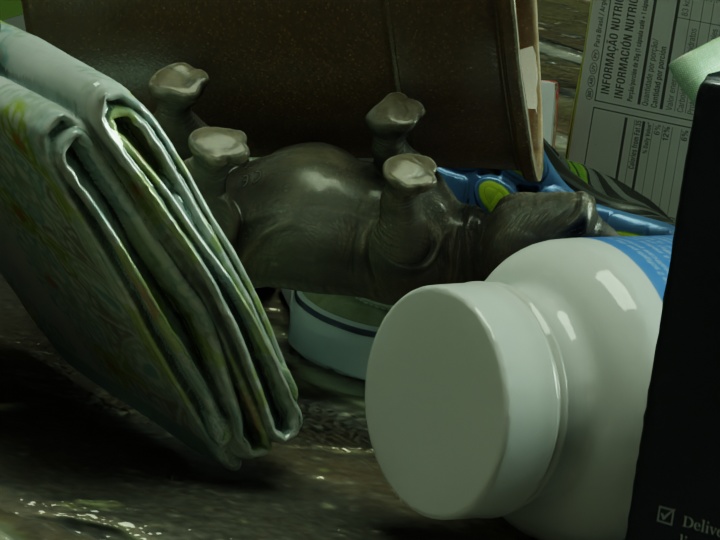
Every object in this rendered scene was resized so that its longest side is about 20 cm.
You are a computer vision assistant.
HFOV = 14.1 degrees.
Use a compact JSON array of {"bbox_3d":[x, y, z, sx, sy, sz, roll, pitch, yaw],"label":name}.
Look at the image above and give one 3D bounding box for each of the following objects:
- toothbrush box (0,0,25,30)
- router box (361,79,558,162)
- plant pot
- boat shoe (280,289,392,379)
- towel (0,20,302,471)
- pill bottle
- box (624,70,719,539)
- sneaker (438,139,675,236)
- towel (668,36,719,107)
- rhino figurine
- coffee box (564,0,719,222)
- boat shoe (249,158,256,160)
[{"bbox_3d":[-0.152,-0.113,1.345,0.199,0.146,0.086,-14,7,14],"label":"toothbrush box"},{"bbox_3d":[-0.018,-0.071,1.490,0.199,0.049,0.179,6,-6,-11],"label":"router box"},{"bbox_3d":[-0.030,-0.128,1.197,0.197,0.202,0.200,-5,12,7],"label":"plant pot"},{"bbox_3d":[0.000,0.000,1.293,0.072,0.062,0.200,5,14,-15],"label":"boat shoe"},{"bbox_3d":[-0.107,-0.021,1.111,0.048,0.172,0.200,-38,32,-17],"label":"towel"},{"bbox_3d":[0.104,0.042,1.070,0.199,0.113,0.112,0,16,-37],"label":"pill bottle"},{"bbox_3d":[0.175,0.045,0.909,0.148,0.201,0.107,15,15,24],"label":"box"},{"bbox_3d":[0.090,-0.023,1.385,0.199,0.071,0.083,31,-2,1],"label":"sneaker"},{"bbox_3d":[0.239,-0.034,1.333,0.152,0.201,0.023,-28,-7,-47],"label":"towel"},{"bbox_3d":[0.012,-0.021,1.131,0.199,0.088,0.060,10,47,4],"label":"rhino figurine"},{"bbox_3d":[0.231,-0.091,1.515,0.197,0.201,0.200,13,13,21],"label":"coffee box"},{"bbox_3d":[-0.070,-0.023,1.326,0.060,0.073,0.202,-9,4,3],"label":"boat shoe"}]
